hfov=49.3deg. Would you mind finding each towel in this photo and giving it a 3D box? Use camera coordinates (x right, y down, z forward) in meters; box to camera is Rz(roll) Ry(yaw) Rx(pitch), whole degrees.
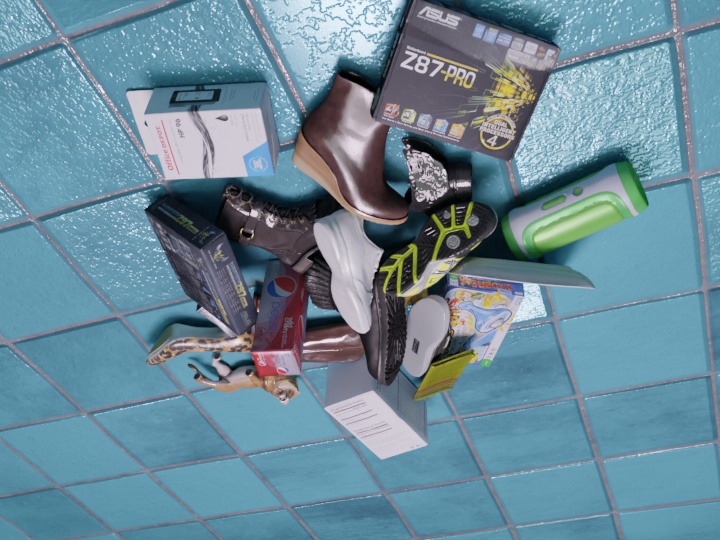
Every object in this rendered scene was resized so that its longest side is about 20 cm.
[{"bbox_3d":[0.150,0.195,1.432,0.086,0.018,0.200,-20,159,-15],"label":"towel"}]

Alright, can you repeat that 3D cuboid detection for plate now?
[{"bbox_3d":[0.236,0.000,1.212,0.200,0.200,0.032,6,92,-3],"label":"plate"}]

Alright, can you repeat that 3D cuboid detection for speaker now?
[{"bbox_3d":[0.313,-0.086,1.155,0.200,0.088,0.088,-25,129,26],"label":"speaker"}]

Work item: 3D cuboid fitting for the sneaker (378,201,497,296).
[{"bbox_3d":[0.117,-0.032,1.158,0.200,0.075,0.076,-35,159,21],"label":"sneaker"}]

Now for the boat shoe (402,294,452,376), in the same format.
[{"bbox_3d":[0.119,0.101,1.326,0.071,0.064,0.200,45,146,22],"label":"boat shoe"}]

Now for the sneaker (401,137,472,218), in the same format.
[{"bbox_3d":[0.112,-0.104,1.170,0.104,0.060,0.200,1,132,4],"label":"sneaker"}]

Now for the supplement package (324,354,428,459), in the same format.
[{"bbox_3d":[0.033,0.254,1.499,0.109,0.114,0.200,-24,128,24],"label":"supplement package"}]

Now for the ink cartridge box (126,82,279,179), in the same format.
[{"bbox_3d":[-0.222,-0.191,1.090,0.200,0.068,0.116,-2,135,6],"label":"ink cartridge box"}]

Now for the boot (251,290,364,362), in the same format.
[{"bbox_3d":[-0.088,0.101,1.390,0.200,0.064,0.186,-2,136,2],"label":"boot"}]

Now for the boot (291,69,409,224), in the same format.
[{"bbox_3d":[0.014,-0.164,1.087,0.200,0.072,0.166,31,129,-10],"label":"boot"}]

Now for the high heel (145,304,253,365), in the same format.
[{"bbox_3d":[-0.289,0.148,1.436,0.200,0.071,0.143,-38,117,24],"label":"high heel"}]

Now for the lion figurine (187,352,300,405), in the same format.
[{"bbox_3d":[-0.222,0.207,1.510,0.200,0.073,0.123,1,150,22],"label":"lion figurine"}]

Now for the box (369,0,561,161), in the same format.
[{"bbox_3d":[0.131,-0.243,1.002,0.200,0.049,0.161,16,115,-12],"label":"box"}]

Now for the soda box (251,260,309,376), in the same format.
[{"bbox_3d":[-0.125,0.072,1.259,0.070,0.200,0.063,-3,135,6],"label":"soda box"}]

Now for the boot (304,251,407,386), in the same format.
[{"bbox_3d":[-0.009,0.076,1.277,0.158,0.079,0.211,7,106,29],"label":"boot"}]

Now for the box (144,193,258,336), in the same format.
[{"bbox_3d":[-0.246,-0.007,1.230,0.158,0.051,0.200,32,151,37],"label":"box"}]

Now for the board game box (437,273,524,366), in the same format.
[{"bbox_3d":[0.190,0.088,1.375,0.135,0.034,0.200,9,136,-6],"label":"board game box"}]

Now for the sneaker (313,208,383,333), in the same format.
[{"bbox_3d":[0.000,0.000,1.169,0.088,0.075,0.200,-29,122,-25],"label":"sneaker"}]

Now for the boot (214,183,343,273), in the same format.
[{"bbox_3d":[-0.129,-0.085,1.196,0.174,0.069,0.200,26,127,-15],"label":"boot"}]

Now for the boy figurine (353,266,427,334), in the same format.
[{"bbox_3d":[0.061,0.038,1.313,0.124,0.064,0.200,22,135,-14],"label":"boy figurine"}]
